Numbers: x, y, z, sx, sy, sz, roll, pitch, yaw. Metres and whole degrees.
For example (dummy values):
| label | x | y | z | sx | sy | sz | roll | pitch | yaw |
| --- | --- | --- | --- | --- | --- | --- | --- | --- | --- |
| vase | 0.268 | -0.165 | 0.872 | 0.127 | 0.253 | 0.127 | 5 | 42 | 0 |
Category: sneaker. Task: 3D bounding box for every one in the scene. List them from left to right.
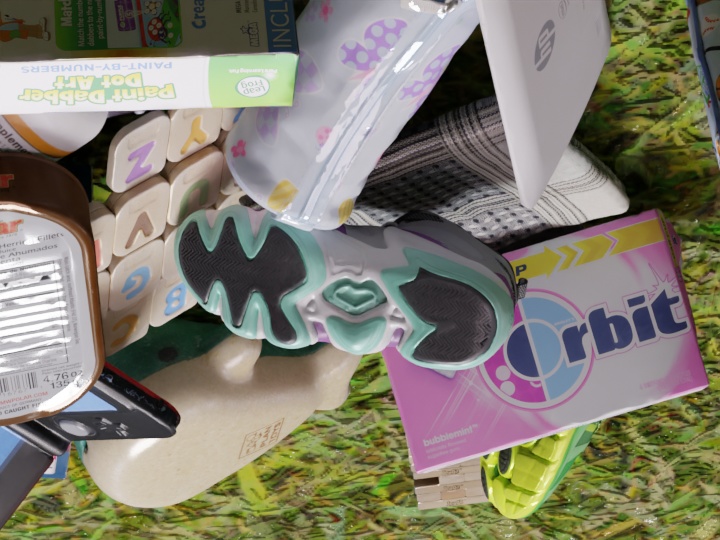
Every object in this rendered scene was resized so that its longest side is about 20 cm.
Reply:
| label | x | y | z | sx | sy | sz | roll | pitch | yaw |
| --- | --- | --- | --- | --- | --- | --- | --- | --- | --- |
| sneaker | 0.000 | 0.000 | 1.550 | 0.199 | 0.140 | 0.078 | 17 | 107 | 10 |
| sneaker | 0.147 | 0.085 | 1.752 | 0.083 | 0.074 | 0.201 | 11 | 119 | -39 |

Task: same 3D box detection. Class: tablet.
| label | x | y | z | sx | sy | sz | roll | pitch | yaw |
| --- | --- | --- | --- | --- | --- | --- | --- | --- | --- |
| tablet | 0.101 | -0.138 | 1.436 | 0.014 | 0.131 | 0.200 | 15 | 150 | 22 |

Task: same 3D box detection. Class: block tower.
| label | x | y | z | sx | sy | sz | roll | pitch | yaw |
| --- | --- | --- | --- | --- | --- | --- | --- | --- | --- |
| block tower | 0.052 | 0.085 | 1.790 | 0.057 | 0.054 | 0.200 | -7 | 144 | 0 |

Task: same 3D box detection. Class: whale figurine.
| label | x | y | z | sx | sy | sz | roll | pitch | yaw |
| --- | --- | --- | --- | --- | --- | --- | --- | --- | --- |
| whale figurine | -0.096 | 0.072 | 1.735 | 0.199 | 0.104 | 0.159 | -20 | 150 | -25 |

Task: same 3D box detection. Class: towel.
| label | x | y | z | sx | sy | sz | roll | pitch | yaw |
| --- | --- | --- | --- | --- | --- | --- | --- | --- | --- |
| towel | 0.051 | -0.037 | 1.600 | 0.192 | 0.035 | 0.200 | -21 | 158 | 18 |

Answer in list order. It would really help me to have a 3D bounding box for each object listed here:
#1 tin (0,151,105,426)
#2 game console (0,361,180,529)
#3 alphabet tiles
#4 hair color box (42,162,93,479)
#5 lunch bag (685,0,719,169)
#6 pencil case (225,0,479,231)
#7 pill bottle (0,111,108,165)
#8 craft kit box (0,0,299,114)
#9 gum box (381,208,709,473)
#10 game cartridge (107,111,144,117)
| label | x | y | z | sx | sy | sz | roll | pitch | yaw |
| --- | --- | --- | --- | --- | --- | --- | --- | --- | --- |
| tin | -0.189 | 0.015 | 1.393 | 0.111 | 0.042 | 0.200 | -15 | 145 | -11 |
| game console | -0.234 | 0.092 | 1.525 | 0.172 | 0.119 | 0.200 | -4 | 149 | 44 |
| alphabet tiles | -0.099 | -0.034 | 1.534 | 0.200 | 0.015 | 0.196 | -32 | 152 | -31 |
| hair color box | -0.201 | 0.033 | 1.637 | 0.060 | 0.100 | 0.200 | 3 | 143 | -9 |
| lunch bag | 0.262 | -0.109 | 1.431 | 0.159 | 0.201 | 0.076 | -15 | 140 | 11 |
| pencil case | 0.006 | -0.115 | 1.445 | 0.083 | 0.091 | 0.200 | 10 | 130 | -37 |
| pill bottle | -0.199 | -0.095 | 1.368 | 0.199 | 0.111 | 0.111 | -29 | 140 | 15 |
| craft kit box | -0.135 | -0.165 | 1.290 | 0.196 | 0.201 | 0.049 | 0 | 145 | -8 |
| gum box | 0.114 | 0.043 | 1.656 | 0.199 | 0.114 | 0.066 | -17 | 175 | 2 |
| game cartridge | -0.195 | -0.131 | 1.429 | 0.199 | 0.038 | 0.130 | -12 | 122 | 7 |
